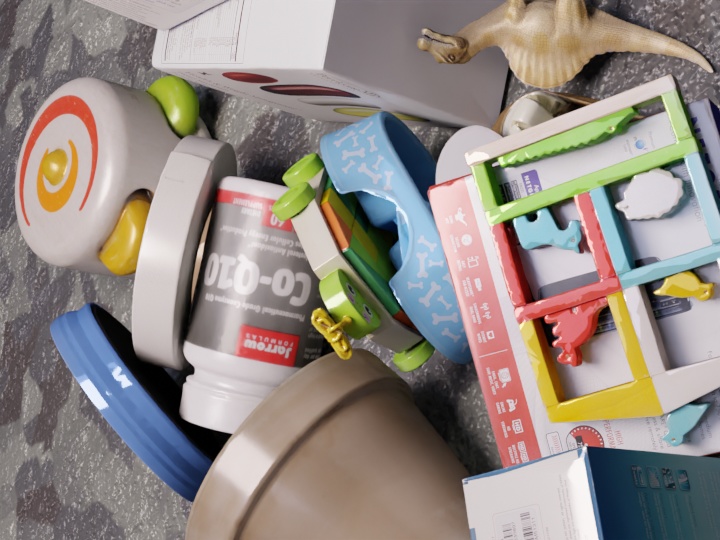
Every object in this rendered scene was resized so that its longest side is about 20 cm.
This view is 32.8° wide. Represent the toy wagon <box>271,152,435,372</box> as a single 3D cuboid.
[{"bbox_3d":[0.000,0.000,0.869,0.040,0.155,0.200,-34,16,15],"label":"toy wagon"}]

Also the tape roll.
[{"bbox_3d":[-0.147,-0.016,1.044,0.037,0.203,0.203,13,91,3],"label":"tape roll"}]

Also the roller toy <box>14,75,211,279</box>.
[{"bbox_3d":[-0.241,-0.085,1.176,0.182,0.140,0.200,-10,75,44],"label":"roller toy"}]

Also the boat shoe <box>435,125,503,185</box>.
[{"bbox_3d":[0.121,-0.010,0.836,0.072,0.066,0.200,-41,64,18],"label":"boat shoe"}]

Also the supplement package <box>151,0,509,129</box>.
[{"bbox_3d":[-0.015,-0.199,0.934,0.200,0.191,0.147,10,89,47],"label":"supplement package"}]

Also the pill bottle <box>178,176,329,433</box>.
[{"bbox_3d":[-0.082,0.031,1.008,0.114,0.114,0.200,12,90,46],"label":"pill bottle"}]

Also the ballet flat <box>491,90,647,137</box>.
[{"bbox_3d":[0.148,-0.089,0.829,0.200,0.072,0.068,26,91,46],"label":"ballet flat"}]

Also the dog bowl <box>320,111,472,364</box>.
[{"bbox_3d":[0.044,-0.030,0.888,0.050,0.111,0.200,-34,71,18],"label":"dog bowl"}]

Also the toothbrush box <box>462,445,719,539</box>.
[{"bbox_3d":[0.159,0.180,0.670,0.085,0.200,0.147,-24,66,41],"label":"toothbrush box"}]

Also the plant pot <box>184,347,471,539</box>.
[{"bbox_3d":[0.010,0.182,0.850,0.173,0.200,0.200,35,107,25],"label":"plant pot"}]

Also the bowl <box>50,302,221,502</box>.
[{"bbox_3d":[-0.185,0.109,1.049,0.039,0.201,0.201,-39,50,-4],"label":"bowl"}]

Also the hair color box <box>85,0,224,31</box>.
[{"bbox_3d":[-0.114,-0.234,0.826,0.200,0.109,0.065,-11,72,43],"label":"hair color box"}]

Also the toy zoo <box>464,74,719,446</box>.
[{"bbox_3d":[0.150,0.004,0.704,0.131,0.020,0.200,-19,83,22],"label":"toy zoo"}]

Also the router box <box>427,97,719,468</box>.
[{"bbox_3d":[0.153,0.018,0.742,0.179,0.049,0.200,-18,84,23],"label":"router box"}]

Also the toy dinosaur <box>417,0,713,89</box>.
[{"bbox_3d":[0.143,-0.177,0.851,0.200,0.058,0.101,3,92,13],"label":"toy dinosaur"}]
